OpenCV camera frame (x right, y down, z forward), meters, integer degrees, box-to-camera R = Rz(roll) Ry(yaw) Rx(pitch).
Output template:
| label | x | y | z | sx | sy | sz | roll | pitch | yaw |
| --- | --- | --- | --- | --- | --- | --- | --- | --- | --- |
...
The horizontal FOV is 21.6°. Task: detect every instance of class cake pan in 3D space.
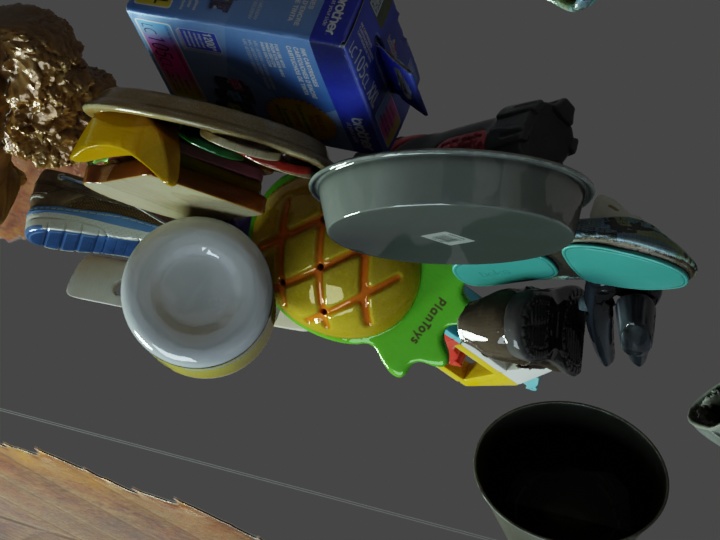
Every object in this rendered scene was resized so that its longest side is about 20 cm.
| label | x | y | z | sx | sy | sz | roll | pitch | yaw |
| --- | --- | --- | --- | --- | --- | --- | --- | --- | --- |
| cake pan | 0.063 | -0.040 | 1.315 | 0.200 | 0.037 | 0.200 | 2 | 167 | 0 |

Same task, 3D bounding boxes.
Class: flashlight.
| label | x | y | z | sx | sy | sz | roll | pitch | yaw |
| --- | --- | --- | --- | --- | --- | --- | --- | --- | --- |
| flashlight | 0.071 | -0.076 | 1.370 | 0.068 | 0.068 | 0.200 | -9 | 180 | -34 |

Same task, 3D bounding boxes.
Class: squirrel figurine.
| label | x | y | z | sx | sy | sz | roll | pitch | yaw |
| --- | --- | --- | --- | --- | --- | --- | --- | --- | --- |
| squirrel figurine | -0.290 | -0.116 | 1.486 | 0.200 | 0.142 | 0.187 | -5 | 122 | 7 |

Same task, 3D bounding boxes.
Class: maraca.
| label | x | y | z | sx | sy | sz | roll | pitch | yaw |
| --- | --- | --- | --- | --- | --- | --- | --- | --- | --- |
| maraca | 0.000 | 0.000 | 1.520 | 0.200 | 0.137 | 0.107 | 35 | -159 | 7 |

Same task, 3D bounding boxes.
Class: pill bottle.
| label | x | y | z | sx | sy | sz | roll | pitch | yaw |
| --- | --- | --- | --- | --- | --- | --- | --- | --- | --- |
| pill bottle | -0.121 | 0.026 | 1.455 | 0.112 | 0.112 | 0.200 | 22 | 173 | 1 |

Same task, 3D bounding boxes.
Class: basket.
| label | x | y | z | sx | sy | sz | roll | pitch | yaw |
| --- | --- | --- | --- | --- | --- | --- | --- | --- | --- |
| basket | 0.198 | 0.224 | 1.813 | 0.180 | 0.136 | 0.200 | 13 | 158 | 9 |

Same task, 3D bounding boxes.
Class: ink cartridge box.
| label | x | y | z | sx | sy | sz | roll | pitch | yaw |
| --- | --- | --- | --- | --- | --- | --- | --- | --- | --- |
| ink cartridge box | -0.044 | -0.154 | 1.313 | 0.200 | 0.076 | 0.136 | 11 | 153 | 22 |

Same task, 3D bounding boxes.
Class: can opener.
| label | x | y | z | sx | sy | sz | roll | pitch | yaw |
| --- | --- | --- | --- | --- | --- | --- | --- | --- | --- |
| can opener | 0.205 | 0.039 | 1.511 | 0.063 | 0.079 | 0.200 | 11 | 163 | 8 |

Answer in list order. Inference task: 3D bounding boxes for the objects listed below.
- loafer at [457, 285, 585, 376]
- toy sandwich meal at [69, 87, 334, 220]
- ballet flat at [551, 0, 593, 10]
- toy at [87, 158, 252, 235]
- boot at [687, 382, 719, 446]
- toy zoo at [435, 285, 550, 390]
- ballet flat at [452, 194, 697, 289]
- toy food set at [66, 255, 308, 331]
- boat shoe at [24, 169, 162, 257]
| label | x | y | z | sx | sy | sz | roll | pitch | yaw |
| --- | --- | --- | --- | --- | --- | --- | --- | --- | --- |
| loafer | 0.131 | 0.041 | 1.507 | 0.071 | 0.073 | 0.200 | 4 | 173 | 23 |
| toy sandwich meal | -0.115 | -0.074 | 1.337 | 0.205 | 0.070 | 0.205 | 14 | 177 | 1 |
| ballet flat | 0.058 | -0.211 | 1.098 | 0.200 | 0.074 | 0.074 | 24 | 156 | -1 |
| toy | -0.132 | -0.061 | 1.578 | 0.200 | 0.115 | 0.047 | 28 | 111 | -19 |
| boot | 0.365 | 0.172 | 1.629 | 0.200 | 0.073 | 0.182 | 24 | 143 | -18 |
| toy zoo | 0.087 | 0.055 | 1.690 | 0.200 | 0.020 | 0.131 | 35 | 153 | -25 |
| ballet flat | 0.159 | -0.026 | 1.408 | 0.200 | 0.074 | 0.074 | 2 | 149 | 30 |
| toy food set | -0.153 | 0.032 | 1.729 | 0.143 | 0.060 | 0.200 | 9 | 178 | 28 |
| boat shoe | -0.188 | -0.050 | 1.641 | 0.200 | 0.072 | 0.072 | 9 | 162 | -17 |
